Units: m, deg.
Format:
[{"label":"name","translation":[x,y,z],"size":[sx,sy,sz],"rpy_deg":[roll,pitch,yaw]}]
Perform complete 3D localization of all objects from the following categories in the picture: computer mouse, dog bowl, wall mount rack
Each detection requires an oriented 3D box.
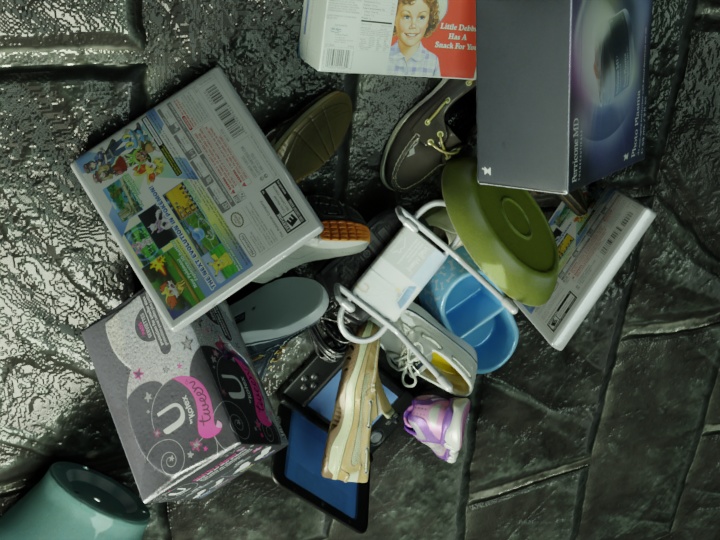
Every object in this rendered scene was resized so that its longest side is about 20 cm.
[{"label":"computer mouse","translation":[0.000,0.000,1.027],"size":[0.199,0.053,0.139],"rpy_deg":[-37,93,8]},{"label":"dog bowl","translation":[0.154,0.062,1.171],"size":[0.110,0.050,0.202],"rpy_deg":[-33,127,-6]},{"label":"wall mount rack","translation":[0.070,0.029,0.966],"size":[0.173,0.075,0.201],"rpy_deg":[36,101,-16]}]

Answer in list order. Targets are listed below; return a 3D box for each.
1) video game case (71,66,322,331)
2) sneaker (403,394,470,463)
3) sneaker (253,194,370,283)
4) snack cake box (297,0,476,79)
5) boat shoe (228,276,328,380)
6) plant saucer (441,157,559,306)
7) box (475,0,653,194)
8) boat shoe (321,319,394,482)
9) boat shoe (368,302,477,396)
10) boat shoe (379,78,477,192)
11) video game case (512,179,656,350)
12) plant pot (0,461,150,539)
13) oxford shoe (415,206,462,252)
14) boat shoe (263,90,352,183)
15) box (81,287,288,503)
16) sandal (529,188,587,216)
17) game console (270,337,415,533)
[{"label":"video game case","translation":[-0.164,-0.074,0.860],"size":[0.181,0.022,0.202],"rpy_deg":[-34,83,-5]},{"label":"sneaker","translation":[0.104,0.213,1.193],"size":[0.087,0.082,0.201],"rpy_deg":[10,162,9]},{"label":"sneaker","translation":[-0.087,-0.029,0.982],"size":[0.195,0.077,0.093],"rpy_deg":[1,135,-6]},{"label":"snack cake box","translation":[0.039,-0.272,0.914],"size":[0.196,0.067,0.117],"rpy_deg":[-3,116,-26]},{"label":"boat shoe","translation":[-0.109,0.075,1.007],"size":[0.197,0.072,0.091],"rpy_deg":[-20,137,22]},{"label":"plant saucer","translation":[0.173,-0.055,1.002],"size":[0.198,0.203,0.031],"rpy_deg":[25,134,-35]},{"label":"box","translation":[0.228,-0.206,0.947],"size":[0.197,0.122,0.204],"rpy_deg":[-23,116,-44]},{"label":"boat shoe","translation":[0.007,0.165,1.070],"size":[0.075,0.072,0.204],"rpy_deg":[13,96,-3]},{"label":"boat shoe","translation":[0.070,0.108,1.106],"size":[0.201,0.087,0.074],"rpy_deg":[35,128,-23]},{"label":"boat shoe","translation":[0.100,-0.171,1.005],"size":[0.071,0.061,0.202],"rpy_deg":[33,99,-37]},{"label":"video game case","translation":[0.275,-0.020,1.105],"size":[0.022,0.183,0.202],"rpy_deg":[27,103,-19]},{"label":"plant pot","translation":[-0.348,0.337,0.997],"size":[0.199,0.199,0.190],"rpy_deg":[32,85,-36]},{"label":"oxford shoe","translation":[0.128,-0.059,1.086],"size":[0.197,0.058,0.076],"rpy_deg":[-21,123,-16]},{"label":"boat shoe","translation":[-0.090,-0.125,0.931],"size":[0.202,0.066,0.072],"rpy_deg":[-51,145,-13]},{"label":"box","translation":[-0.186,0.123,0.908],"size":[0.131,0.202,0.114],"rpy_deg":[-32,161,14]},{"label":"sandal","translation":[0.211,-0.131,1.078],"size":[0.198,0.083,0.054],"rpy_deg":[29,133,-26]},{"label":"game console","translation":[-0.014,0.217,1.133],"size":[0.176,0.117,0.200],"rpy_deg":[-46,128,4]}]
